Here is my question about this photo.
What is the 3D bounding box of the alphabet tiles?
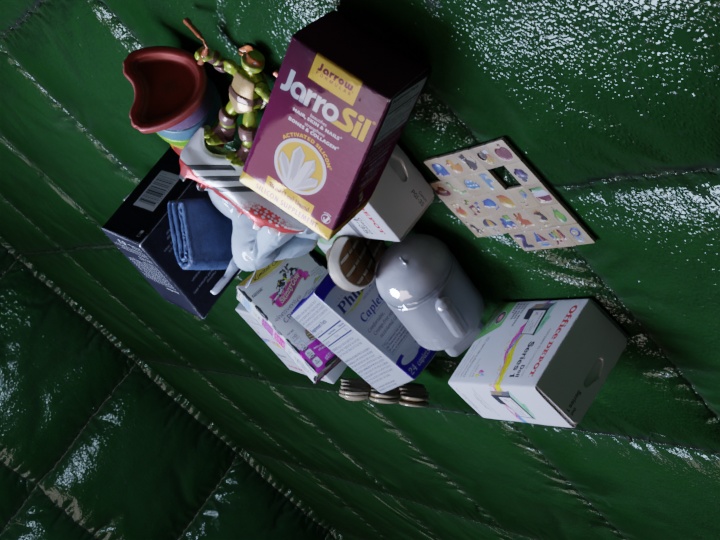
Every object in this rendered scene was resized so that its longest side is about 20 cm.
[{"bbox_3d":[0.164,-0.082,1.271,0.167,0.008,0.199,44,159,-19],"label":"alphabet tiles"}]

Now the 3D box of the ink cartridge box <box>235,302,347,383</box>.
[{"bbox_3d":[-0.123,0.117,2.060,0.144,0.085,0.200,12,150,48],"label":"ink cartridge box"}]

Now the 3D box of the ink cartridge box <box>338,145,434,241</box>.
[{"bbox_3d":[-0.022,-0.120,1.379,0.147,0.083,0.199,49,159,-28],"label":"ink cartridge box"}]

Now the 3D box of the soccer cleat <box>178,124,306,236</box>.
[{"bbox_3d":[-0.152,-0.120,1.451,0.199,0.086,0.069,32,-159,1],"label":"soccer cleat"}]

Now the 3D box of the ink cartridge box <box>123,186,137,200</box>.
[{"bbox_3d":[-0.317,-0.065,1.927,0.200,0.087,0.145,49,177,-36],"label":"ink cartridge box"}]

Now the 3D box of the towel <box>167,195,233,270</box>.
[{"bbox_3d":[-0.210,-0.058,1.657,0.048,0.113,0.199,-11,176,37],"label":"towel"}]

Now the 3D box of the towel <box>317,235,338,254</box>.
[{"bbox_3d":[0.000,0.000,1.684,0.149,0.031,0.200,8,145,52],"label":"towel"}]

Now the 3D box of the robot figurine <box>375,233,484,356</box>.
[{"bbox_3d":[0.095,0.030,1.470,0.200,0.113,0.170,51,176,-33],"label":"robot figurine"}]

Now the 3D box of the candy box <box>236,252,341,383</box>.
[{"bbox_3d":[-0.091,0.064,1.767,0.200,0.136,0.061,45,160,12],"label":"candy box"}]

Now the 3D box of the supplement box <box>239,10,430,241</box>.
[{"bbox_3d":[-0.031,-0.156,1.174,0.130,0.103,0.201,33,128,10],"label":"supplement box"}]

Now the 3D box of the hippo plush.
[{"bbox_3d":[-0.148,-0.093,1.600,0.200,0.159,0.162,-39,75,36],"label":"hippo plush"}]

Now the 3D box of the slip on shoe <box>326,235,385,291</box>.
[{"bbox_3d":[-0.018,-0.017,1.470,0.060,0.200,0.077,-20,104,19],"label":"slip on shoe"}]

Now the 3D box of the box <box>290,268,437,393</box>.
[{"bbox_3d":[0.012,0.078,1.643,0.200,0.105,0.184,40,161,-3],"label":"box"}]

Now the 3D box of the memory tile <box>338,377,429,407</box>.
[{"bbox_3d":[0.040,0.204,1.806,0.151,0.017,0.200,4,-179,0],"label":"memory tile"}]

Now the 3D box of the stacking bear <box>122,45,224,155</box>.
[{"bbox_3d":[-0.245,-0.217,1.509,0.112,0.123,0.200,-13,161,3],"label":"stacking bear"}]

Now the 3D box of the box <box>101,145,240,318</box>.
[{"bbox_3d":[-0.281,-0.067,1.758,0.117,0.197,0.201,19,153,41],"label":"box"}]

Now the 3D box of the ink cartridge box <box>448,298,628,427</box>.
[{"bbox_3d":[0.228,0.117,1.395,0.084,0.145,0.199,43,159,-19],"label":"ink cartridge box"}]

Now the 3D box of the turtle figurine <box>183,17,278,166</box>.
[{"bbox_3d":[-0.154,-0.225,1.368,0.199,0.064,0.162,34,131,13],"label":"turtle figurine"}]
